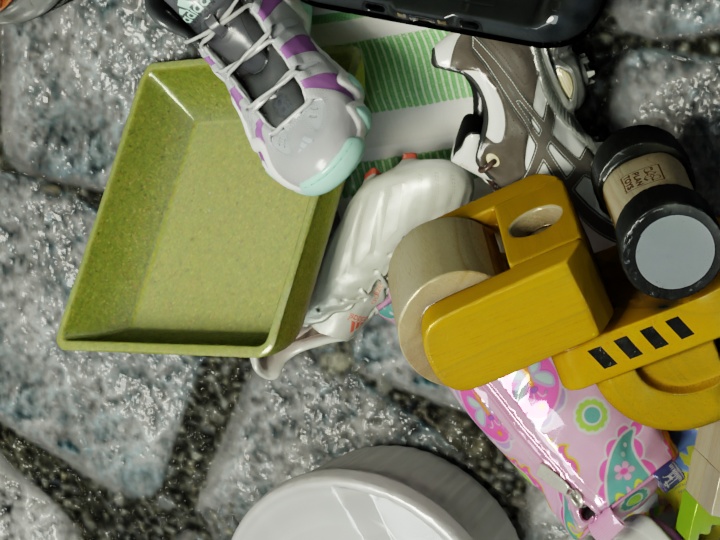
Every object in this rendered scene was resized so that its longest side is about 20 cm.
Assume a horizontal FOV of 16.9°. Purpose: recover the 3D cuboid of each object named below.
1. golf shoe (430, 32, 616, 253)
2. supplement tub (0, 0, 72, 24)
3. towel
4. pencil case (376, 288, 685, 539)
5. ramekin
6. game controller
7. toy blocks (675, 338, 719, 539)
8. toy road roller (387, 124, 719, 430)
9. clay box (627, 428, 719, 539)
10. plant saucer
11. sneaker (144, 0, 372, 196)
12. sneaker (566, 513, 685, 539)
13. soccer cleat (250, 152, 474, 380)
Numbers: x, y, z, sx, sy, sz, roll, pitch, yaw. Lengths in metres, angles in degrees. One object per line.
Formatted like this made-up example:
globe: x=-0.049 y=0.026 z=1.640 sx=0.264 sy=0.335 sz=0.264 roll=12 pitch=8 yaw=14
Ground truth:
golf shoe: x=0.103 y=-0.059 z=1.417 sx=0.094 sy=0.078 sz=0.201 roll=-20 pitch=94 yaw=-6
supplement tub: x=-0.189 y=-0.220 z=1.443 sx=0.122 sy=0.200 sz=0.123 roll=14 pitch=118 yaw=27
towel: x=0.035 y=-0.077 z=1.495 sx=0.152 sy=0.023 sz=0.201 roll=-9 pitch=106 yaw=30
pencil case: x=0.100 y=0.067 z=1.432 sx=0.200 sy=0.087 sz=0.087 roll=50 pitch=125 yaw=6
ramekin: x=0.019 y=0.207 z=1.583 sx=0.202 sy=0.094 sz=0.203 roll=11 pitch=116 yaw=24
game controller: x=0.053 y=-0.187 z=1.399 sx=0.199 sy=0.042 sz=0.105 roll=13 pitch=76 yaw=24
toy blocks: x=0.272 y=0.070 z=1.382 sx=0.136 sy=0.100 sz=0.201 roll=9 pitch=101 yaw=-12
toy road roller: x=0.126 y=0.026 z=1.340 sx=0.199 sy=0.123 sz=0.146 roll=-21 pitch=114 yaw=6
clay box: x=0.206 y=0.111 z=1.469 sx=0.115 sy=0.048 sz=0.200 roll=-31 pitch=95 yaw=35
plant saucer: x=-0.081 y=-0.034 z=1.491 sx=0.199 sy=0.048 sz=0.201 roll=0 pitch=67 yaw=45
sneaker: x=-0.076 y=-0.134 z=1.401 sx=0.078 sy=0.140 sz=0.200 roll=-43 pitch=44 yaw=14
sneaker: x=0.138 y=0.206 z=1.479 sx=0.075 sy=0.100 sz=0.200 roll=45 pitch=162 yaw=7
soccer cleat: x=0.000 y=0.000 z=1.482 sx=0.069 sy=0.078 sz=0.200 roll=23 pitch=138 yaw=-34
